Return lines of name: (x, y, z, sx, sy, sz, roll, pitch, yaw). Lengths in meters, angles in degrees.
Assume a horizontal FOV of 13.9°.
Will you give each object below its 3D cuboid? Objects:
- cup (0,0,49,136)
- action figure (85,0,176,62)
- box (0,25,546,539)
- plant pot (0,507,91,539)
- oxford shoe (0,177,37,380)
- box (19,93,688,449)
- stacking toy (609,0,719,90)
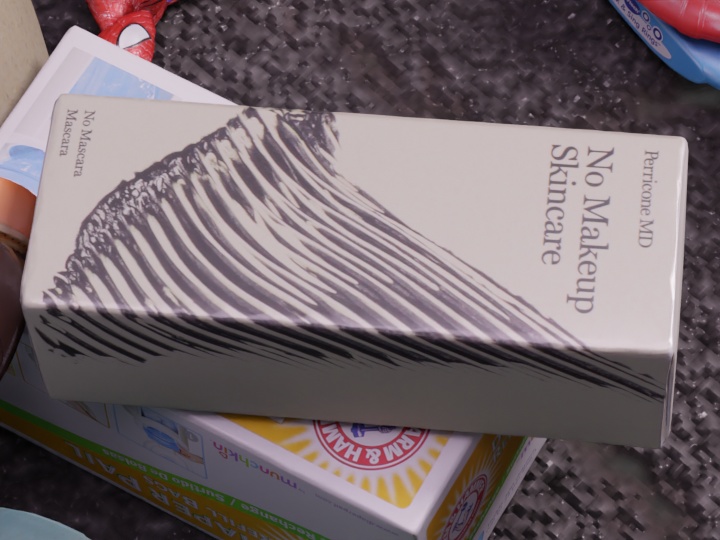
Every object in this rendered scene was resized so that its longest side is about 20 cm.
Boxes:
cup: (-0.193, -0.081, 1.034, 0.143, 0.200, 0.201, 41, 69, -10)
action figure: (-0.054, -0.159, 1.114, 0.098, 0.065, 0.201, 0, 62, 22)
box: (-0.038, 0.023, 1.004, 0.199, 0.102, 0.113, 25, 67, 15)
plant pot: (-0.125, 0.190, 0.884, 0.200, 0.201, 0.196, 31, 60, 17)
oxford shoe: (-0.202, 0.002, 0.936, 0.198, 0.071, 0.073, 3, 71, 10)
box: (0.000, 0.000, 0.918, 0.198, 0.069, 0.083, 3, 61, 5)
stacking toy: (0.140, -0.162, 1.035, 0.109, 0.200, 0.116, -33, 66, -14)
